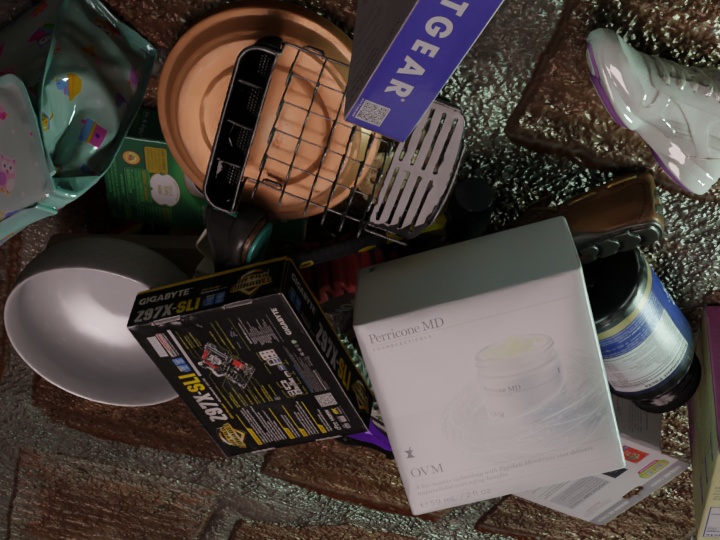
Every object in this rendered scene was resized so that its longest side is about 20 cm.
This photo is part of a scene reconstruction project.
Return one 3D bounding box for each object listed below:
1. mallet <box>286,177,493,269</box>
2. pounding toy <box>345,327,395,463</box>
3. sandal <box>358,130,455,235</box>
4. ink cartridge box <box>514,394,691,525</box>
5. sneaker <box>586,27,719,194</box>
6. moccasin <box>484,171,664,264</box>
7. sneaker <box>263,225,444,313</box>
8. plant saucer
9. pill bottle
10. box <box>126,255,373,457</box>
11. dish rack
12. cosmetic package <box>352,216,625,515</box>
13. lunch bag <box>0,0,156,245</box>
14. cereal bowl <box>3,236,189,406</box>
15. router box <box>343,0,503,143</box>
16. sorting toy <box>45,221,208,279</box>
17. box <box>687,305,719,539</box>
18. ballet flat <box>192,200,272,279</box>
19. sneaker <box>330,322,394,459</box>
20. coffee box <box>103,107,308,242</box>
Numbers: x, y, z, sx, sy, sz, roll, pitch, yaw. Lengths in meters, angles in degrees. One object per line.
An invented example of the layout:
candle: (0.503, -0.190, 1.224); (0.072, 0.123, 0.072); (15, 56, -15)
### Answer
mallet: (0.030, -0.038, 1.016); (0.197, 0.042, 0.066); (-12, 150, -20)
pounding toy: (0.089, 0.104, 1.241); (0.183, 0.143, 0.200); (36, 134, -13)
sandal: (0.032, -0.084, 1.034); (0.077, 0.070, 0.212); (-16, 137, 28)
ink cartridge box: (0.271, 0.211, 1.364); (0.173, 0.085, 0.200); (22, 141, -13)
sneaker: (0.258, -0.147, 0.929); (0.099, 0.076, 0.199); (-36, 131, 25)
moccasin: (0.183, -0.043, 1.069); (0.199, 0.079, 0.073); (-21, 151, 26)
sneaker: (0.000, 0.000, 1.137); (0.198, 0.072, 0.098); (-11, 170, 23)
plant saucer: (-0.079, -0.130, 0.971); (0.197, 0.032, 0.203); (5, 123, 7)
pill bottle: (0.272, 0.061, 1.151); (0.111, 0.113, 0.200); (-17, 137, 29)
box: (-0.096, 0.086, 1.046); (0.157, 0.050, 0.201); (-12, 132, 22)
dish rack: (-0.018, -0.097, 0.931); (0.197, 0.055, 0.155); (19, 125, -3)
cosmetic package: (0.114, 0.085, 1.013); (0.196, 0.123, 0.203); (-15, 111, 8)
lunch bag: (-0.276, -0.113, 0.937); (0.169, 0.202, 0.122); (-21, 136, 33)
cereal bowl: (-0.240, 0.040, 1.113); (0.197, 0.084, 0.202); (5, 134, 5)
router box: (0.056, -0.219, 0.762); (0.048, 0.182, 0.200); (18, 141, -16)
sorting toy: (-0.205, 0.025, 1.201); (0.195, 0.070, 0.202); (1, 134, 8)
box: (0.412, 0.168, 1.213); (0.095, 0.178, 0.201); (0, 143, 9)
ballet flat: (-0.120, -0.005, 1.062); (0.068, 0.068, 0.201); (28, 147, 9)
sneaker: (-0.021, 0.130, 1.161); (0.199, 0.070, 0.100); (35, 136, 0)
coffee box: (-0.144, -0.090, 1.075); (0.197, 0.044, 0.124); (7, 142, 1)
